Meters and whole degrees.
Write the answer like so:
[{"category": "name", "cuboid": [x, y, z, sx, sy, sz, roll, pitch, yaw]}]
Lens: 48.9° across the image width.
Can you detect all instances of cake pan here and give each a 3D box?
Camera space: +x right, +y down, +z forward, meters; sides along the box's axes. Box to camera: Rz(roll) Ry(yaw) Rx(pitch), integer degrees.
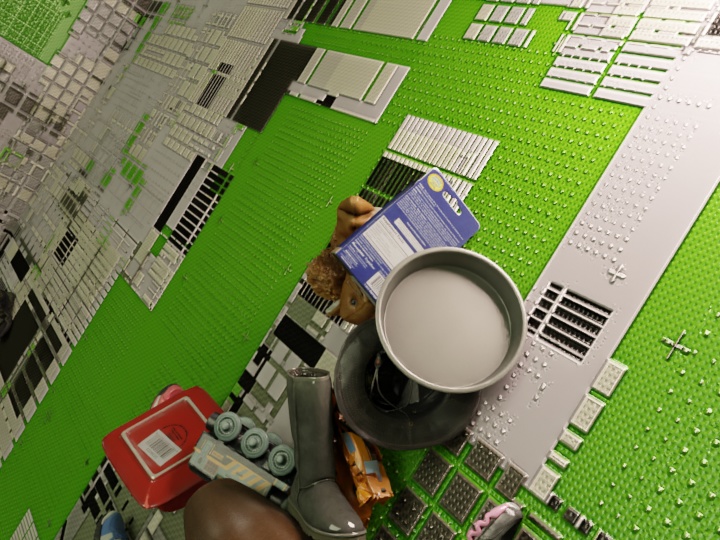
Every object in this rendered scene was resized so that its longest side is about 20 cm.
[{"category": "cake pan", "cuboid": [0.117, 0.066, 1.038, 0.037, 0.200, 0.200, 105, 177, -66]}]

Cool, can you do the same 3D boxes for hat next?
[{"category": "hat", "cuboid": [0.061, 0.152, 1.073, 0.081, 0.200, 0.201, 112, 177, -74]}]

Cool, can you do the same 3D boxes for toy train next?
[{"category": "toy train", "cuboid": [-0.169, 0.298, 1.219, 0.200, 0.085, 0.114, 26, 82, 21]}]

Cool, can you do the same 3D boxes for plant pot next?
[{"category": "plant pot", "cuboid": [-0.159, 0.384, 1.082, 0.200, 0.187, 0.187, 38, 96, 43]}]

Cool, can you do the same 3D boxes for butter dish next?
[{"category": "butter dish", "cuboid": [-0.308, 0.330, 1.356, 0.199, 0.148, 0.200, -28, 43, -26]}]

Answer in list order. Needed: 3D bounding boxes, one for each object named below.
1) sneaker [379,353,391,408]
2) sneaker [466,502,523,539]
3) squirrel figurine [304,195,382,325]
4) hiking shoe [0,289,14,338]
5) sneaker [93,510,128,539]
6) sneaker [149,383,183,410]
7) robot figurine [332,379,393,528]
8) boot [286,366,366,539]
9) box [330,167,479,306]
[{"category": "sneaker", "cuboid": [0.030, 0.140, 1.155, 0.079, 0.075, 0.200, -2, 64, 50]}, {"category": "sneaker", "cuboid": [0.143, 0.362, 0.894, 0.095, 0.079, 0.200, 27, 87, 31]}, {"category": "squirrel figurine", "cuboid": [0.000, 0.000, 1.264, 0.200, 0.141, 0.187, -16, 63, 59]}, {"category": "hiking shoe", "cuboid": [-1.134, 0.132, 2.443, 0.076, 0.101, 0.200, -42, 40, 21]}, {"category": "sneaker", "cuboid": [-0.434, 0.522, 1.430, 0.077, 0.076, 0.200, -26, 44, 5]}, {"category": "sneaker", "cuboid": [-0.350, 0.312, 1.483, 0.087, 0.074, 0.200, -4, 65, 32]}, {"category": "robot figurine", "cuboid": [-0.025, 0.250, 1.106, 0.200, 0.058, 0.145, 63, 140, 34]}, {"category": "boot", "cuboid": [-0.048, 0.236, 1.037, 0.182, 0.073, 0.200, 10, 94, 55]}, {"category": "box", "cuboid": [0.070, -0.045, 1.167, 0.200, 0.121, 0.032, -41, 12, -10]}]
